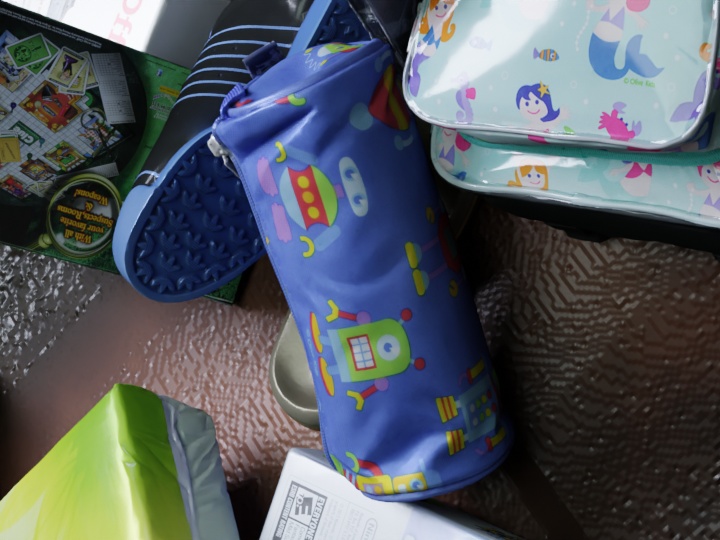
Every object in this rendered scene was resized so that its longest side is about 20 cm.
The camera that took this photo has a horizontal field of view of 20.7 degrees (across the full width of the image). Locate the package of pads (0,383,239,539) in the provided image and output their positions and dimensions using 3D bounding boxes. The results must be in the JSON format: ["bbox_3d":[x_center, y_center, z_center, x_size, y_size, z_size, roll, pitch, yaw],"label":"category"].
[{"bbox_3d":[-0.116,0.177,0.909,0.154,0.068,0.201,-42,47,33],"label":"package of pads"}]

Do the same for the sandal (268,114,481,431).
[{"bbox_3d":[0.003,-0.024,0.906,0.080,0.054,0.201,21,90,33],"label":"sandal"}]

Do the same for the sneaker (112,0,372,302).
[{"bbox_3d":[-0.050,-0.073,0.903,0.200,0.070,0.078,-50,34,-12],"label":"sneaker"}]

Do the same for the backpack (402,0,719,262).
[{"bbox_3d":[0.117,-0.119,0.801,0.177,0.150,0.201,11,83,35],"label":"backpack"}]

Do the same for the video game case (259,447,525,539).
[{"bbox_3d":[0.016,0.203,0.866,0.181,0.045,0.201,21,94,36],"label":"video game case"}]

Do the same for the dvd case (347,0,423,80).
[{"bbox_3d":[0.047,-0.190,0.834,0.016,0.149,0.201,21,83,17],"label":"dvd case"}]

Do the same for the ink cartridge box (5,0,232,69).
[{"bbox_3d":[-0.163,-0.104,1.013,0.199,0.085,0.148,25,95,35],"label":"ink cartridge box"}]

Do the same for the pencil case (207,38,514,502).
[{"bbox_3d":[0.000,0.000,0.841,0.086,0.078,0.201,-17,104,8],"label":"pencil case"}]

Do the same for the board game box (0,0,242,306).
[{"bbox_3d":[-0.122,-0.054,0.908,0.023,0.199,0.105,20,92,48],"label":"board game box"}]
